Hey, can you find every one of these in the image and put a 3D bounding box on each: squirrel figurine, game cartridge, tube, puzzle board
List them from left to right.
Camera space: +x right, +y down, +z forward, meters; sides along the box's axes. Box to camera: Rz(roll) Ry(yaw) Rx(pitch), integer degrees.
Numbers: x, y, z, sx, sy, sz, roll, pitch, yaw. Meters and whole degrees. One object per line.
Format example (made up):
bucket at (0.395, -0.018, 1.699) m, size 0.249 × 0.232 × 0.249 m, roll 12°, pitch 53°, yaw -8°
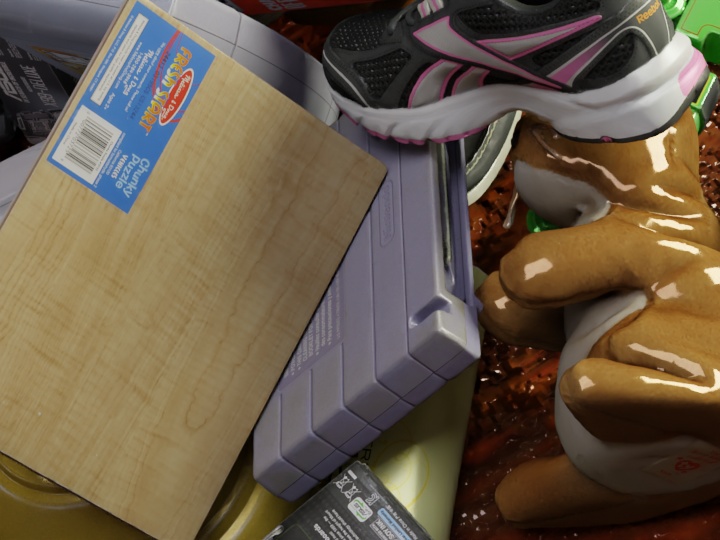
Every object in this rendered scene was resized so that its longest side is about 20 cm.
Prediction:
puzzle board at (-0.090, 0.002, 1.072) m, size 0.017 × 0.151 × 0.200 m, roll 7°, pitch 67°, yaw 60°
game cartridge at (-0.089, -0.103, 1.178) m, size 0.133 × 0.200 × 0.042 m, roll 17°, pitch 86°, yaw 24°
game cartridge at (0.000, 0.000, 1.127) m, size 0.130 × 0.038 × 0.200 m, roll -44°, pitch 30°, yaw 32°
tube at (0.017, 0.092, 1.117) m, size 0.058 × 0.052 × 0.200 m, roll -18°, pitch 54°, yaw 57°
squirrel figurine at (0.150, 0.001, 1.083) m, size 0.199 × 0.142 × 0.187 m, roll -2°, pitch 62°, yaw -3°

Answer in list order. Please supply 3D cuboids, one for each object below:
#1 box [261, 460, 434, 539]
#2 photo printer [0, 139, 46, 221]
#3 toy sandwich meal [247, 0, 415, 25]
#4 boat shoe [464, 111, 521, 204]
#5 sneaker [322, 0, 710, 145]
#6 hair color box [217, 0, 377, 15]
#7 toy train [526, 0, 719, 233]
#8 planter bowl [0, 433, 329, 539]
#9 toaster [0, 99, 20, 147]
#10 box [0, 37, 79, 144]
box at (-0.011, 0.208, 0.995) m, size 0.193 × 0.048 × 0.200 m, roll -41°, pitch 58°, yaw -5°
photo printer at (-0.160, -0.013, 1.145) m, size 0.200 × 0.070 × 0.166 m, roll -29°, pitch 11°, yaw -24°
toy sandwich meal at (-0.018, -0.185, 1.253) m, size 0.205 × 0.070 × 0.205 m, roll -36°, pitch 36°, yaw 31°
boat shoe at (0.049, -0.124, 1.225) m, size 0.072 × 0.068 × 0.200 m, roll 5°, pitch 63°, yaw 18°
sneaker at (0.060, -0.112, 1.070) m, size 0.200 × 0.086 × 0.080 m, roll 1°, pitch 37°, yaw 42°
hair color box at (0.002, -0.185, 1.134) m, size 0.199 × 0.064 × 0.111 m, roll -5°, pitch 75°, yaw 22°
toy train at (0.140, -0.077, 1.185) m, size 0.056 × 0.042 × 0.200 m, roll 23°, pitch 70°, yaw 14°
planter bowl at (-0.120, 0.078, 1.144) m, size 0.200 × 0.084 × 0.201 m, roll -7°, pitch 59°, yaw 13°
toaster at (-0.257, -0.125, 1.292) m, size 0.129 × 0.114 × 0.200 m, roll -15°, pitch 59°, yaw 12°
box at (-0.153, -0.177, 1.236) m, size 0.050 × 0.200 × 0.158 m, roll 10°, pitch 65°, yaw 20°
